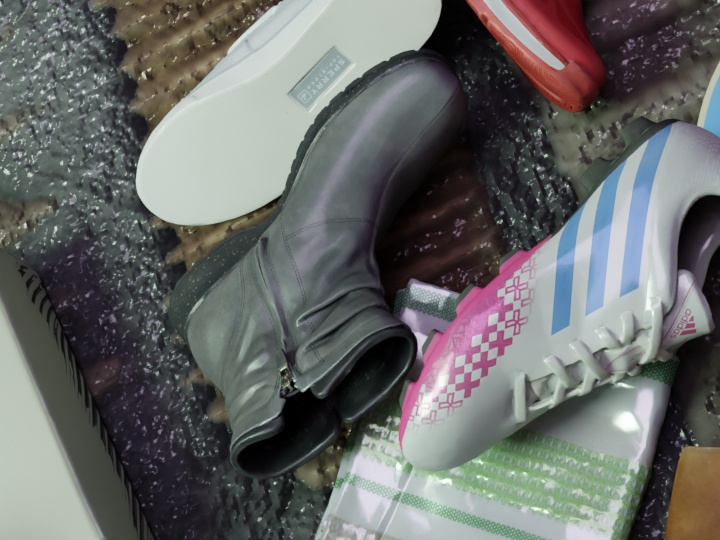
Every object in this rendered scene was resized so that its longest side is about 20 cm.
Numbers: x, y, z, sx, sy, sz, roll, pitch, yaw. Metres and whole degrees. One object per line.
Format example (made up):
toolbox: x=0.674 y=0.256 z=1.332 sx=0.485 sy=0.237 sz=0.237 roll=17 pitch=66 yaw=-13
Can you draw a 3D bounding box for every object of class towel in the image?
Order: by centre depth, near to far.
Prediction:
towel: x=0.051 y=0.110 z=0.865 sx=0.148 sy=0.031 sz=0.201 roll=13 pitch=75 yaw=29

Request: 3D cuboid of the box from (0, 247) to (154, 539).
box: x=-0.180 y=0.085 z=0.959 sx=0.082 sy=0.068 sz=0.201 roll=-33 pitch=60 yaw=9

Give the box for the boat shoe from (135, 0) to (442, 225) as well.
boat shoe: x=-0.039 y=-0.103 z=0.973 sx=0.200 sy=0.072 sz=0.069 roll=-46 pitch=19 yaw=23

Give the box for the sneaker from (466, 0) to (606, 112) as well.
sneaker: x=0.093 y=-0.180 z=0.938 sx=0.115 sy=0.078 sz=0.201 roll=-36 pitch=60 yaw=9

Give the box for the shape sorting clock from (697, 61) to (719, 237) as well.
shape sorting clock: x=0.249 y=-0.064 z=0.840 sx=0.199 sy=0.039 sz=0.201 roll=-9 pitch=66 yaw=21

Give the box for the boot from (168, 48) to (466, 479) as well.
boot: x=0.000 y=0.000 z=0.894 sx=0.200 sy=0.070 sz=0.132 roll=-51 pitch=38 yaw=12

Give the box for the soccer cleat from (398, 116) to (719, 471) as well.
soccer cleat: x=0.101 y=0.022 z=0.823 sx=0.086 sy=0.070 sz=0.200 roll=40 pitch=89 yaw=30

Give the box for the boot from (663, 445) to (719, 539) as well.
boot: x=0.193 y=0.180 z=0.767 sx=0.187 sy=0.068 sz=0.201 roll=9 pitch=66 yaw=35
